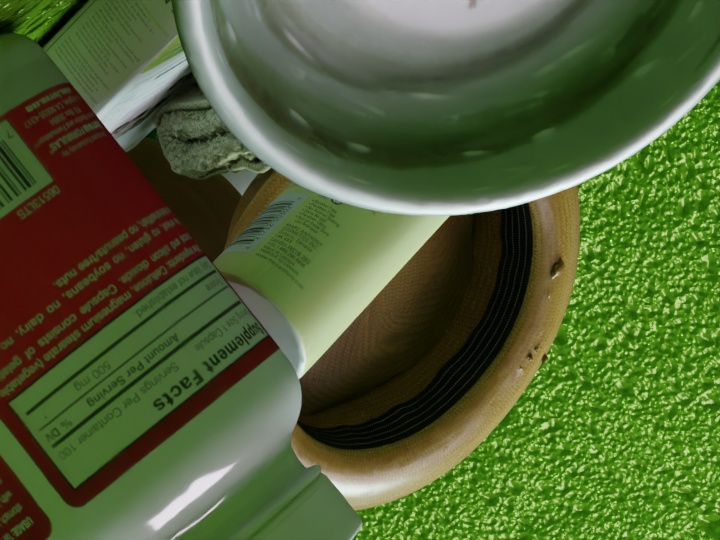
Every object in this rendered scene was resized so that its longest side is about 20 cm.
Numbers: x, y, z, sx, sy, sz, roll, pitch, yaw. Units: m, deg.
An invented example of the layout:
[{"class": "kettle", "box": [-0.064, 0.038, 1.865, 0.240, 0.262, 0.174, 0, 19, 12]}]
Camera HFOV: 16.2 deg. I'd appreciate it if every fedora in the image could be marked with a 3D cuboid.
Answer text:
[{"class": "fedora", "box": [0.000, 0.000, 1.052, 0.200, 0.201, 0.082, -39, -142, -21]}]

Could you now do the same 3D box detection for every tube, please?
[{"class": "tube", "box": [0.016, -0.037, 0.936, 0.200, 0.058, 0.052, -48, 176, -35]}]

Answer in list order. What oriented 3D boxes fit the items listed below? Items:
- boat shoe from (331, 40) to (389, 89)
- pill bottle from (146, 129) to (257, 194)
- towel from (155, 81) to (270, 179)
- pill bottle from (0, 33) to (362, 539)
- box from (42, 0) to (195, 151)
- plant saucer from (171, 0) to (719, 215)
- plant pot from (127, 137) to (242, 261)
[{"class": "boat shoe", "box": [0.016, -0.138, 0.878, 0.072, 0.071, 0.200, -15, -152, 37]}, {"class": "pill bottle", "box": [-0.068, -0.046, 1.291, 0.200, 0.113, 0.113, -39, 180, 40]}, {"class": "towel", "box": [0.014, -0.094, 0.951, 0.148, 0.037, 0.200, -41, -164, -28]}, {"class": "pill bottle", "box": [-0.093, 0.031, 0.827, 0.112, 0.200, 0.112, -38, 180, 0]}, {"class": "box", "box": [-0.084, -0.084, 0.967, 0.200, 0.036, 0.144, -37, -179, 40]}, {"class": "plant saucer", "box": [0.035, -0.111, 0.778, 0.200, 0.200, 0.050, -39, -143, 12]}, {"class": "plant pot", "box": [-0.119, 0.033, 1.141, 0.200, 0.200, 0.140, -39, 164, -32]}]
